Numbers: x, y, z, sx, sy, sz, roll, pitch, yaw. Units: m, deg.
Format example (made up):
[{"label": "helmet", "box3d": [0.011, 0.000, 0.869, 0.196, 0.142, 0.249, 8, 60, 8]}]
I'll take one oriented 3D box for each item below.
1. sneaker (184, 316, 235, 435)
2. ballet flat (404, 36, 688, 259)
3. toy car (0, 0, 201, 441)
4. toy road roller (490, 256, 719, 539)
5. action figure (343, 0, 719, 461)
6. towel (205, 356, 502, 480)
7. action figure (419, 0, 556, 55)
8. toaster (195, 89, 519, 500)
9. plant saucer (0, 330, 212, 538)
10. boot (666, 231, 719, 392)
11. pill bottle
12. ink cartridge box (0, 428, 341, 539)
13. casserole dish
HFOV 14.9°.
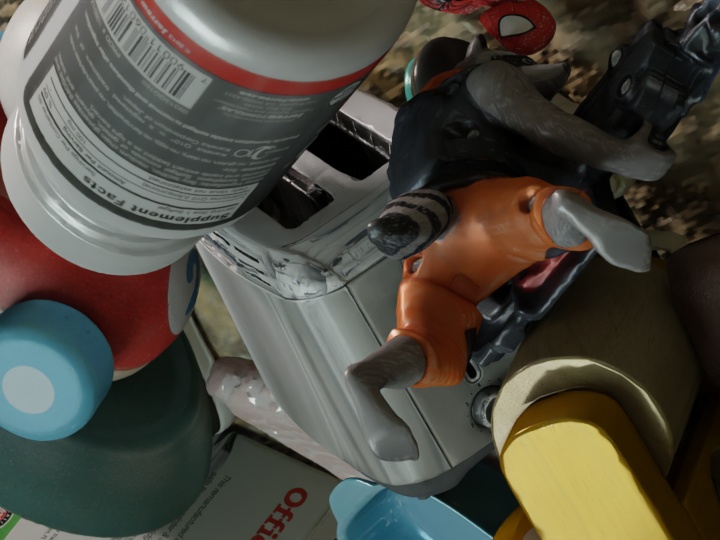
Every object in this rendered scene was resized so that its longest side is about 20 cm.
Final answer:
[{"label": "sneaker", "box3d": [-0.144, 0.042, 1.461, 0.071, 0.099, 0.200, 12, 140, 44]}, {"label": "ballet flat", "box3d": [0.097, -0.019, 1.121, 0.068, 0.068, 0.200, -19, 113, 41]}, {"label": "toy car", "box3d": [-0.117, -0.061, 1.257, 0.177, 0.184, 0.200, 40, 122, -8]}, {"label": "toy road roller", "box3d": [0.090, 0.107, 1.086, 0.146, 0.123, 0.200, -19, 111, 28]}, {"label": "action figure", "box3d": [0.057, -0.042, 0.988, 0.105, 0.194, 0.200, 31, 112, -13]}, {"label": "towel", "box3d": [0.051, 0.098, 1.314, 0.200, 0.032, 0.191, 6, 158, 45]}, {"label": "action figure", "box3d": [-0.008, -0.145, 1.085, 0.200, 0.052, 0.065, 33, 148, 7]}, {"label": "toaster", "box3d": [0.000, 0.000, 1.199, 0.200, 0.114, 0.129, 37, 158, 58]}, {"label": "plant saucer", "box3d": [-0.148, 0.038, 1.332, 0.200, 0.200, 0.036, 41, 122, -2]}, {"label": "boot", "box3d": [0.163, -0.031, 0.985, 0.186, 0.064, 0.200, 55, 144, -4]}, {"label": "pill bottle", "box3d": [-0.066, -0.082, 1.065, 0.116, 0.116, 0.200, 41, 145, -2]}, {"label": "ink cartridge box", "box3d": [-0.115, 0.157, 1.543, 0.200, 0.147, 0.083, 23, 149, 30]}, {"label": "casserole dish", "box3d": [0.077, 0.146, 1.226, 0.200, 0.039, 0.121, 37, 152, 0]}]
